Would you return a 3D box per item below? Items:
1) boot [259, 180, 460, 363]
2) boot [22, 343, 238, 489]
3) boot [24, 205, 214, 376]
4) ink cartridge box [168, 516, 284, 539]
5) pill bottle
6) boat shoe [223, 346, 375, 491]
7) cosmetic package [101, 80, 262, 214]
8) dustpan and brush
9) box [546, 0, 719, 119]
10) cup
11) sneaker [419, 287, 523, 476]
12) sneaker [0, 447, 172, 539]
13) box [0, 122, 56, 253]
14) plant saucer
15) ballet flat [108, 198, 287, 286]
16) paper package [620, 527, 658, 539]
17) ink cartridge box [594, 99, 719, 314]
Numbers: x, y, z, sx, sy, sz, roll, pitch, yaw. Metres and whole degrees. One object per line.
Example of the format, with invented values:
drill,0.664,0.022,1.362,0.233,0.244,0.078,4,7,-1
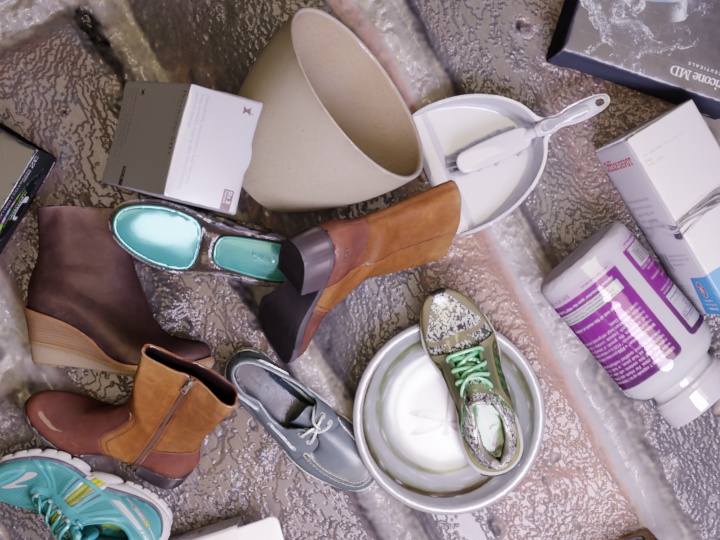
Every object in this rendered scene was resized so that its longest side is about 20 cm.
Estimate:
boot,0.000,0.000,1.668,0.199,0.189,0.069,-21,52,-30
boot,-0.231,0.134,1.614,0.187,0.200,0.069,30,54,-2
boot,-0.243,0.020,1.676,0.198,0.072,0.168,5,92,2
ink cartridge box,-0.162,0.328,1.684,0.198,0.067,0.117,-17,91,0
pill bottle,0.285,0.059,1.676,0.112,0.112,0.200,-40,91,-1
boat shoe,-0.062,0.157,1.689,0.200,0.062,0.073,43,89,-2
cosmetic package,-0.177,-0.123,1.610,0.081,0.200,0.114,14,88,-25
dustpan and brush,0.163,-0.136,1.696,0.199,0.057,0.140,-24,91,-2
box,0.316,-0.281,1.674,0.195,0.117,0.202,18,91,-2
cup,-0.053,-0.139,1.640,0.143,0.200,0.201,-33,92,25
sneaker,0.116,0.111,1.632,0.076,0.089,0.201,-22,91,-2
sneaker,-0.288,0.239,1.655,0.198,0.080,0.078,16,133,10
box,-0.411,-0.061,1.632,0.124,0.149,0.201,30,90,-3
plant saucer,0.090,0.149,1.700,0.198,0.050,0.202,0,91,-3
ballet flat,-0.161,-0.028,1.677,0.199,0.072,0.073,15,90,-14
paper package,0.261,0.394,1.682,0.199,0.103,0.192,-29,91,-1
ink cartridge box,0.333,-0.060,1.660,0.085,0.146,0.201,-30,91,-3
